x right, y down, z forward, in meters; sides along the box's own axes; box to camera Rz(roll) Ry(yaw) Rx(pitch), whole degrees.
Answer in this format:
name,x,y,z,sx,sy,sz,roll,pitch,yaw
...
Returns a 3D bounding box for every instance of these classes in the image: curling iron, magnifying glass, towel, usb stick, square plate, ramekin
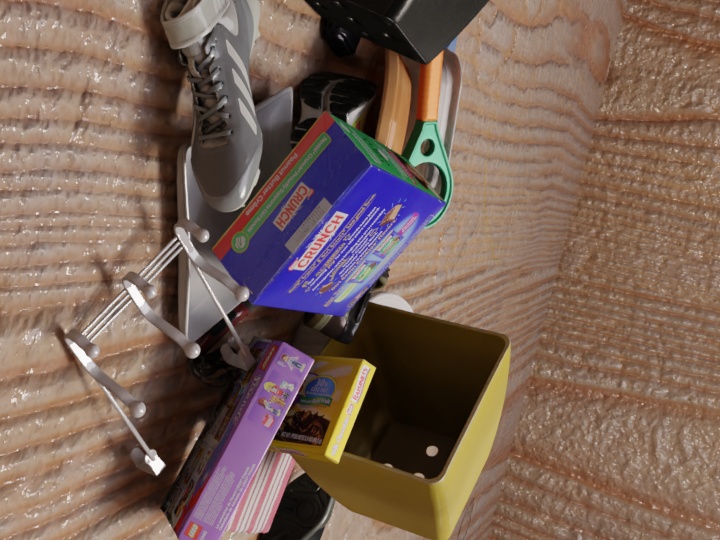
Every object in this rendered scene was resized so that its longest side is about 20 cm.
name,x,y,z,sx,sy,sz,roll,pitch,yaw
curling iron,-0.120,0.048,1.060,0.025,0.050,0.201,-34,-162,41
magnifying glass,0.072,-0.144,1.120,0.079,0.022,0.203,-8,110,-32
towel,-0.127,0.236,1.202,0.148,0.030,0.200,-69,160,-9
usb stick,0.008,-0.333,1.129,0.055,0.032,0.202,45,62,-60
square plate,-0.123,-0.058,0.980,0.198,0.028,0.202,-45,146,-55
ramekin,-0.009,0.123,1.277,0.201,0.093,0.206,-10,102,-57

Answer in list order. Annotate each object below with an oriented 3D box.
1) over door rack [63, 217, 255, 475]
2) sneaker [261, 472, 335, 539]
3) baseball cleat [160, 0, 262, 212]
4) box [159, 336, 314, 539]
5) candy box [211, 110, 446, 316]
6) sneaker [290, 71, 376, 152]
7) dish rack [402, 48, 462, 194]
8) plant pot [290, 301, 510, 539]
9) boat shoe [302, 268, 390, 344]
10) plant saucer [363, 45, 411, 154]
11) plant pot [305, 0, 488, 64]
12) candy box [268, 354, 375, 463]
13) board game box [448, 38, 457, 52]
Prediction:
name,x,y,z,sx,sy,sz,roll,pitch,yaw
over door rack,-0.157,0.075,0.881,0.148,0.066,0.201,-49,147,-28
sneaker,-0.084,0.361,1.346,0.201,0.075,0.114,-66,161,-13
baseball cleat,-0.126,-0.152,0.824,0.106,0.069,0.203,23,62,-61
box,-0.123,0.162,0.987,0.202,0.039,0.137,-62,-166,-9
candy box,-0.025,-0.044,0.981,0.169,0.077,0.200,-47,160,12
sneaker,-0.035,-0.138,1.078,0.201,0.077,0.091,-68,168,-48
dish rack,0.057,-0.195,1.220,0.200,0.043,0.174,-126,-140,-57
plant pot,0.050,0.183,1.132,0.201,0.198,0.178,-56,145,-36
boat shoe,0.000,0.000,1.163,0.072,0.066,0.202,-34,-158,50
plant saucer,0.019,-0.155,1.153,0.200,0.037,0.203,-168,-90,-81
plant pot,0.034,-0.322,0.993,0.179,0.198,0.200,-63,161,1
candy box,-0.073,0.135,1.044,0.026,0.199,0.103,39,65,-33
board game box,0.094,-0.309,1.406,0.200,0.019,0.104,-40,143,-58
